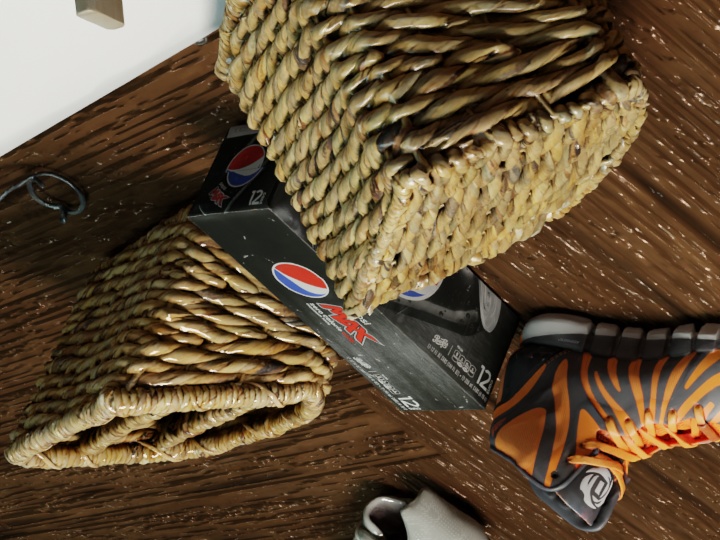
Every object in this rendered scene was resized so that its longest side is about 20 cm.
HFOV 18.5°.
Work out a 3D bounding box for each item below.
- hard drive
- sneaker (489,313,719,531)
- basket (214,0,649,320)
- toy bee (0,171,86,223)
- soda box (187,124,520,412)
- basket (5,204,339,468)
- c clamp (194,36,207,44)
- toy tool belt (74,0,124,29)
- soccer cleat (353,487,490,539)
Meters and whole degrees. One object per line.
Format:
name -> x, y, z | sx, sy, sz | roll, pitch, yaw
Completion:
hard drive -> -0.172, -0.118, 1.038 | 0.199, 0.025, 0.132 | -29, 136, 7
sneaker -> 0.159, 0.091, 1.197 | 0.199, 0.113, 0.078 | 2, 147, 38
basket -> 0.033, -0.093, 0.972 | 0.150, 0.142, 0.200 | 62, 165, 13
toy bee -> -0.286, -0.027, 1.364 | 0.199, 0.109, 0.131 | -5, 141, 45
soda box -> 0.000, 0.000, 1.218 | 0.070, 0.064, 0.200 | -4, 143, 44
basket -> -0.101, 0.071, 1.324 | 0.142, 0.150, 0.200 | 32, 152, -17
c clamp -> -0.174, -0.156, 1.045 | 0.170, 0.027, 0.201 | -20, 141, -5
toy tool belt -> -0.113, -0.198, 0.869 | 0.124, 0.123, 0.200 | 10, 151, 26
soccer cleat -> 0.024, 0.200, 1.592 | 0.086, 0.070, 0.200 | 45, 149, -7
